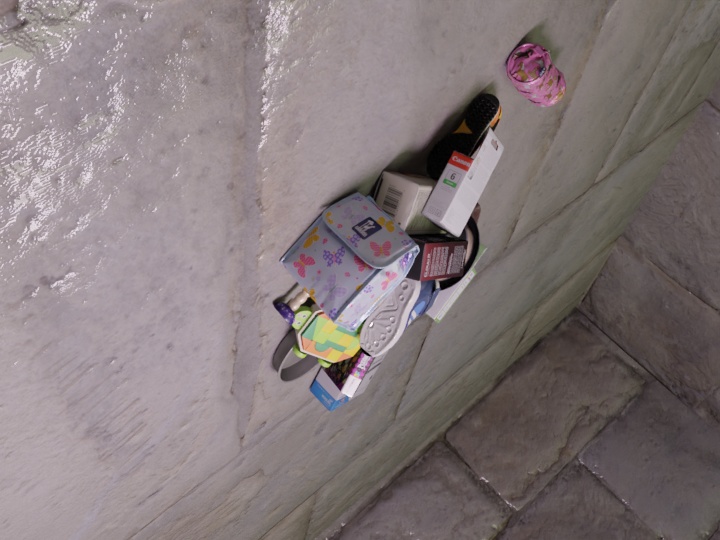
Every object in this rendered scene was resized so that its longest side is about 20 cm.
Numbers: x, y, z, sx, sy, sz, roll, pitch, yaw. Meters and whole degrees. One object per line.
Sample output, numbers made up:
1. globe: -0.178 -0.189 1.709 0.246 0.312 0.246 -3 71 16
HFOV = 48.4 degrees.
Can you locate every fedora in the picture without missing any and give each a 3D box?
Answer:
1. fedora: 0.157 -0.053 1.729 0.091 0.201 0.201 19 114 -44

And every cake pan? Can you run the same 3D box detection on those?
1. cake pan: -0.114 0.161 1.748 0.200 0.037 0.201 -39 158 -19

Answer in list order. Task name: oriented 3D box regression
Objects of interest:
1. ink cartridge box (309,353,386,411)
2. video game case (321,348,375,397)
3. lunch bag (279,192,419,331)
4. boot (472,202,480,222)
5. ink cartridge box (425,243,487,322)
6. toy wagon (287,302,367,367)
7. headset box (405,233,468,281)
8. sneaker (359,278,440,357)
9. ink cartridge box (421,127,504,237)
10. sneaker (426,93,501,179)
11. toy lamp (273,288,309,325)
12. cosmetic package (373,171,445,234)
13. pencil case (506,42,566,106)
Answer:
1. ink cartridge box: -0.021 0.235 1.990 0.144 0.084 0.201 -21 147 -48
2. video game case: -0.010 0.168 1.760 0.183 0.036 0.200 -61 -163 0
3. lunch bag: -0.016 -0.024 1.429 0.200 0.170 0.127 -44 156 3
4. boot: 0.226 -0.062 1.954 0.166 0.072 0.201 -36 153 -22
5. ink cartridge box: 0.193 0.007 1.822 0.201 0.104 0.059 -53 159 1
6. toy wagon: -0.074 0.118 1.622 0.199 0.040 0.156 25 112 -37
7. headset box: 0.097 -0.033 1.549 0.199 0.147 0.076 -6 106 -57
8. sneaker: 0.092 0.090 1.642 0.146 0.080 0.201 5 118 -59
9. ink cartridge box: 0.198 -0.174 1.533 0.202 0.050 0.109 -63 152 0
10. sneaker: 0.215 -0.254 1.601 0.201 0.070 0.090 -51 155 5
11. toy lamp: -0.080 0.016 1.539 0.200 0.058 0.058 -43 159 -4
12. cosmetic package: 0.109 -0.131 1.566 0.199 0.087 0.104 -3 116 -59
13. pencil case: 0.359 -0.392 1.621 0.200 0.086 0.084 9 91 -65
